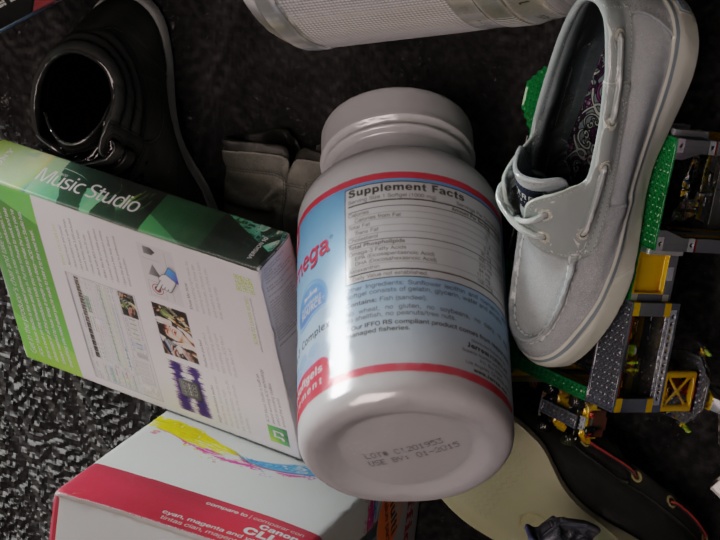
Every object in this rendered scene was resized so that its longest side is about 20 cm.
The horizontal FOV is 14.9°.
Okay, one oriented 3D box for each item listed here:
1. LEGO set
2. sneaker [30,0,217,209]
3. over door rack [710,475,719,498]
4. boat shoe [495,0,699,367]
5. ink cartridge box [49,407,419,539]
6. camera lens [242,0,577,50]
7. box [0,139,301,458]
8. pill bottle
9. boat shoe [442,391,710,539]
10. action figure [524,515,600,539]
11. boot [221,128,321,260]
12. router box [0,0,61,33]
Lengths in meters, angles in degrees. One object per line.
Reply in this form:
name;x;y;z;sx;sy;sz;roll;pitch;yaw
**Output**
LEGO set;0.154;-0.010;1.433;0.153;0.115;0.201;12;98;53
sneaker;-0.136;-0.050;1.548;0.070;0.099;0.201;-6;104;25
over door rack;0.289;0.106;1.407;0.148;0.067;0.200;45;119;8
boat shoe;0.101;-0.047;1.346;0.070;0.071;0.202;39;119;47
ink cartridge box;-0.069;0.170;1.525;0.144;0.200;0.146;15;112;19
camera lens;0.034;-0.199;1.386;0.199;0.160;0.161;-4;103;27
box;-0.115;0.015;1.511;0.199;0.036;0.145;18;139;28
pill bottle;0.021;0.009;1.409;0.108;0.201;0.109;-1;144;-1
boat shoe;0.104;0.115;1.479;0.201;0.063;0.074;39;130;-7
action figure;0.175;0.195;1.404;0.200;0.105;0.193;38;115;-22
boot;0.000;0.000;1.520;0.199;0.068;0.131;18;107;19
router box;-0.174;-0.172;1.470;0.149;0.200;0.062;-22;100;30
